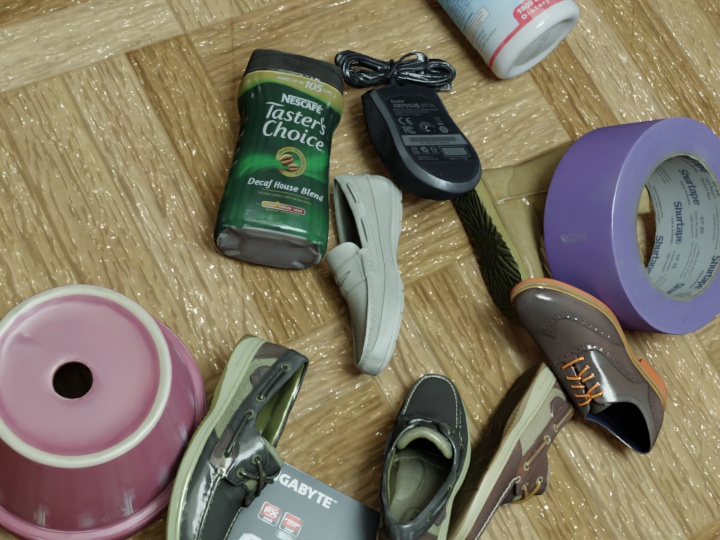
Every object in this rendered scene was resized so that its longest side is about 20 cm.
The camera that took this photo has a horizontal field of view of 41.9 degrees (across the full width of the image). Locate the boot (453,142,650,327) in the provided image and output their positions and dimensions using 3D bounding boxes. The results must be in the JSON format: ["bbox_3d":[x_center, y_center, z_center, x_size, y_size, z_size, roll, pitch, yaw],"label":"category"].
[{"bbox_3d":[0.211,-0.049,0.941,0.199,0.066,0.176,-14,74,-21],"label":"boot"}]

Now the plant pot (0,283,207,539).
[{"bbox_3d":[-0.210,0.101,0.710,0.198,0.179,0.202,5,67,-13],"label":"plant pot"}]

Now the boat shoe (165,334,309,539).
[{"bbox_3d":[-0.092,0.142,0.735,0.065,0.072,0.202,6,55,17],"label":"boat shoe"}]

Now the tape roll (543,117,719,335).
[{"bbox_3d":[0.273,-0.041,0.895,0.199,0.085,0.202,-1,92,-34],"label":"tape roll"}]

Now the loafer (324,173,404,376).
[{"bbox_3d":[0.000,0.000,0.865,0.069,0.070,0.201,10,58,-17],"label":"loafer"}]

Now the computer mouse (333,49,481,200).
[{"bbox_3d":[0.055,-0.135,0.927,0.138,0.053,0.201,0,50,-25],"label":"computer mouse"}]

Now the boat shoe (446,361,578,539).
[{"bbox_3d":[0.139,0.173,0.831,0.072,0.072,0.200,41,54,-3],"label":"boat shoe"}]

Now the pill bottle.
[{"bbox_3d":[0.132,-0.313,1.000,0.108,0.109,0.201,-32,80,-23],"label":"pill bottle"}]

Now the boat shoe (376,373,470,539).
[{"bbox_3d":[0.057,0.155,0.785,0.073,0.065,0.201,7,41,6],"label":"boat shoe"}]

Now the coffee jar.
[{"bbox_3d":[-0.073,-0.108,0.879,0.103,0.085,0.201,10,66,-11],"label":"coffee jar"}]

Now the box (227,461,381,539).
[{"bbox_3d":[-0.036,0.263,0.763,0.199,0.046,0.160,29,64,-2],"label":"box"}]

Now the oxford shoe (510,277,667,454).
[{"bbox_3d":[0.209,0.086,0.850,0.200,0.071,0.073,41,39,-15],"label":"oxford shoe"}]
